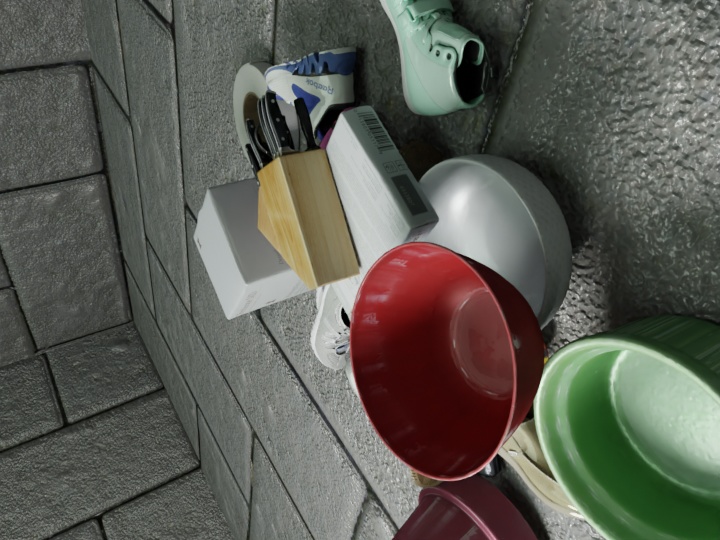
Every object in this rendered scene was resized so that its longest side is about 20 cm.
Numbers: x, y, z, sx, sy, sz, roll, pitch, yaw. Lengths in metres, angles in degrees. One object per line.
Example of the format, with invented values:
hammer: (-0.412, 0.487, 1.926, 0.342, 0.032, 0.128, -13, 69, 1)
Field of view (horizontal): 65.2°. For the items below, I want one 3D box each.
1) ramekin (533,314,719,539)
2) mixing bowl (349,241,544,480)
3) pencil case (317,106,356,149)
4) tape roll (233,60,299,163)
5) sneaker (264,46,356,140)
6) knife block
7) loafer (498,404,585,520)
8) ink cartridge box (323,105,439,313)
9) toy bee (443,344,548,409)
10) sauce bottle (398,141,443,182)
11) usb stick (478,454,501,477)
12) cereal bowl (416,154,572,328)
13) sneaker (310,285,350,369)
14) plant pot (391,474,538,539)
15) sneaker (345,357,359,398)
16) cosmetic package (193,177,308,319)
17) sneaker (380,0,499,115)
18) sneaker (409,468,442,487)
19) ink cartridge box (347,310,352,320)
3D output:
ramekin: (0.255, 0.135, 0.471, 0.200, 0.097, 0.202, 34, 133, 46)
mixing bowl: (0.090, 0.073, 0.516, 0.199, 0.108, 0.203, 7, 99, 50)
pencil case: (-0.031, -0.139, 0.807, 0.093, 0.091, 0.200, 38, 147, -7)
tape roll: (-0.175, -0.271, 1.023, 0.202, 0.037, 0.205, 36, 136, 46)
sneaker: (-0.070, -0.246, 0.820, 0.199, 0.080, 0.117, 11, 113, 55)
knife block: (-0.069, -0.102, 0.659, 0.200, 0.063, 0.177, 46, 140, 36)
loafer: (0.199, 0.191, 0.616, 0.199, 0.075, 0.069, 28, 135, 51)
ink cartridge box: (-0.002, -0.065, 0.677, 0.164, 0.057, 0.200, 61, 151, 19)
toy bee: (0.115, 0.135, 0.640, 0.198, 0.131, 0.110, -7, 102, 31)
sauce bottle: (0.039, -0.101, 0.730, 0.200, 0.065, 0.067, -28, 82, 65)
usb stick: (0.147, 0.173, 0.734, 0.055, 0.032, 0.202, 9, 113, 58)
cereal bowl: (0.139, -0.025, 0.590, 0.200, 0.083, 0.202, 35, 134, 45)
sneaker: (-0.035, 0.098, 0.954, 0.082, 0.074, 0.202, 33, 137, 37)
plant pot: (0.114, 0.395, 0.742, 0.200, 0.178, 0.202, 39, 143, 38)
sneaker: (0.067, 0.187, 0.830, 0.200, 0.075, 0.089, 46, 115, 8)
cosmetic package: (-0.146, -0.048, 0.933, 0.168, 0.198, 0.167, 64, 150, 12)
sneaker: (0.081, -0.259, 0.566, 0.118, 0.073, 0.202, 27, 138, 59)
sneaker: (0.086, 0.183, 0.768, 0.113, 0.070, 0.202, -126, 34, -68)
ink cartridge box: (0.000, 0.000, 0.784, 0.202, 0.047, 0.160, 66, 163, 12)
